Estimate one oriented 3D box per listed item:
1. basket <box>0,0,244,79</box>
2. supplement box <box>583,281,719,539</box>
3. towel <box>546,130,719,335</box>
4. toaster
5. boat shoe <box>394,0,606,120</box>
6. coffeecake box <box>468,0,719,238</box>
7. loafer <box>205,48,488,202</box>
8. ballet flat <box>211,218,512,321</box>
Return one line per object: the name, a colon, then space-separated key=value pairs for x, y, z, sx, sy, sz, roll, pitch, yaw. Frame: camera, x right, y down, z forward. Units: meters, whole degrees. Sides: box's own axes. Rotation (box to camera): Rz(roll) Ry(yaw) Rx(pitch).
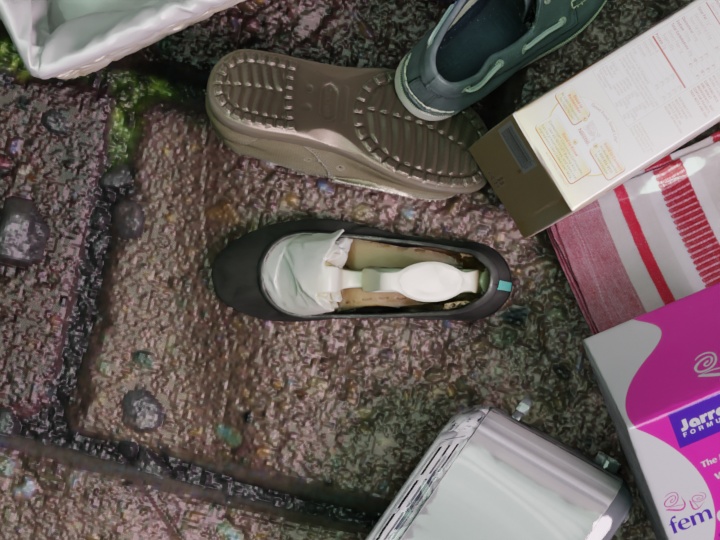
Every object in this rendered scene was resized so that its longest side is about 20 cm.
basket: x=-0.150 y=-0.241 z=1.636 sx=0.197 sy=0.161 sz=0.201 roll=-24 pitch=89 yaw=2
supplement box: x=0.223 y=0.123 z=1.611 sx=0.101 sy=0.104 sz=0.201 roll=-23 pitch=123 yaw=2
towel: x=0.230 y=-0.020 z=1.661 sx=0.199 sy=0.023 sz=0.145 roll=-24 pitch=59 yaw=2
toaster: x=0.076 y=0.181 z=1.659 sx=0.129 sy=0.114 sz=0.201 roll=35 pitch=93 yaw=5
boat shoe: x=0.107 y=-0.172 z=1.660 sx=0.200 sy=0.062 sz=0.073 roll=-41 pitch=90 yaw=-16
coffeecake box: x=0.180 y=-0.109 z=1.614 sx=0.199 sy=0.154 sz=0.073 roll=-32 pitch=89 yaw=-9
loafer: x=-0.010 y=-0.094 z=1.681 sx=0.199 sy=0.068 sz=0.076 roll=17 pitch=72 yaw=-15
ballet flat: x=0.000 y=0.000 z=1.679 sx=0.199 sy=0.068 sz=0.068 roll=-1 pitch=91 yaw=2
